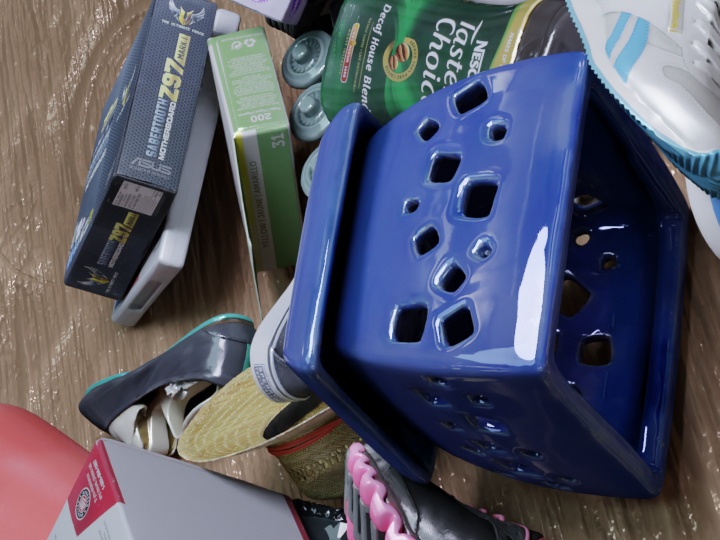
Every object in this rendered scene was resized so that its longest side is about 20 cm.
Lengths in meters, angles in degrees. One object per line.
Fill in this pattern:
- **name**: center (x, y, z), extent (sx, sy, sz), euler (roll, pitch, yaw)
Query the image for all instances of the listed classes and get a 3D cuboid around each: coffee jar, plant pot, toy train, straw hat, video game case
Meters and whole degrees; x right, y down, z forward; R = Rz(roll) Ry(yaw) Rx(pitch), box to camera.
- **coffee jar**: center (0.073, -0.123, 1.516), extent (0.199, 0.085, 0.105), euler (10, 83, 42)
- **plant pot**: center (-0.221, 0.211, 1.679), extent (0.176, 0.200, 0.202), euler (15, 81, 42)
- **toy train**: center (0.013, -0.113, 1.665), extent (0.114, 0.085, 0.201), euler (-31, 48, 23)
- **straw hat**: center (-0.012, 0.098, 1.553), extent (0.200, 0.085, 0.201), euler (-29, 15, 8)
- **plant pot**: center (0.071, 0.011, 1.381), extent (0.178, 0.200, 0.202), euler (-4, 62, 25)
- **video game case**: center (-0.139, -0.074, 1.805), extent (0.182, 0.023, 0.202), euler (138, 145, -68)

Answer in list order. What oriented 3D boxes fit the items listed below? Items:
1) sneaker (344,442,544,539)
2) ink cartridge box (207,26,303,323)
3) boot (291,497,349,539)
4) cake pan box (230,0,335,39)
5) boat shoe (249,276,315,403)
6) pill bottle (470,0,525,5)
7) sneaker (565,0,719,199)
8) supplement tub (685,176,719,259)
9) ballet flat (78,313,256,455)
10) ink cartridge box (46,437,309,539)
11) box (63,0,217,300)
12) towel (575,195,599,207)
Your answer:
- **sneaker**: center (0.059, 0.169, 1.439), extent (0.200, 0.095, 0.079), euler (51, 150, 42)
- **ink cartridge box**: center (-0.064, -0.048, 1.669), extent (0.048, 0.146, 0.201), euler (-12, 49, -4)
- **boot**: center (-0.015, 0.229, 1.504), extent (0.198, 0.073, 0.164), euler (-6, 65, 53)
- **cake pan box**: center (-0.025, -0.266, 1.714), extent (0.052, 0.184, 0.201), euler (24, 96, 9)
- **boat shoe**: center (0.000, 0.000, 1.513), extent (0.067, 0.072, 0.201), euler (-11, 35, 40)
- **pill bottle**: center (0.074, -0.254, 1.628), extent (0.113, 0.112, 0.200), euler (-56, 23, 9)
- **sneaker**: center (0.169, -0.116, 1.274), extent (0.081, 0.076, 0.201), euler (-36, 36, 14)
- **supplement tub**: center (0.283, -0.062, 1.270), extent (0.199, 0.131, 0.133), euler (-3, 67, 49)
- **ballet flat**: center (-0.140, 0.095, 1.728), extent (0.199, 0.073, 0.074), euler (-30, 48, 44)
- **ink cartridge box**: center (-0.128, 0.238, 1.470), extent (0.201, 0.144, 0.146), euler (-61, 28, 18)
- **box**: center (-0.163, -0.090, 1.757), extent (0.200, 0.051, 0.159), euler (128, 155, -61)
- **towel**: center (0.162, -0.148, 1.544), extent (0.201, 0.034, 0.133), euler (-58, 36, 9)
